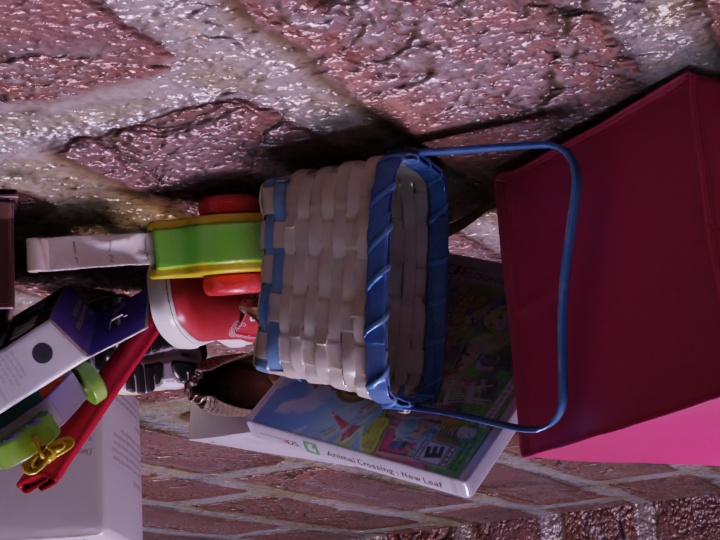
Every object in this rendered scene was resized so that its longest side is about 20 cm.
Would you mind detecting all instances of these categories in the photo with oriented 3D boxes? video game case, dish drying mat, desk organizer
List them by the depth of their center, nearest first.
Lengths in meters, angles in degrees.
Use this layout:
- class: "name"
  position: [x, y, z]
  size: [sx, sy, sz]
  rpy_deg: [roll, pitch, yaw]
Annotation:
- class: "video game case"
  position: [0.045, 0.061, 1.067]
  size: [0.181, 0.200, 0.022]
  rpy_deg: [11, 136, 34]
- class: "desk organizer"
  position: [-0.280, 0.014, 1.078]
  size: [0.071, 0.078, 0.200]
  rpy_deg: [0, 164, -15]
- class: "dish drying mat"
  position: [-0.193, 0.086, 1.193]
  size: [0.018, 0.201, 0.077]
  rpy_deg: [40, 149, -12]

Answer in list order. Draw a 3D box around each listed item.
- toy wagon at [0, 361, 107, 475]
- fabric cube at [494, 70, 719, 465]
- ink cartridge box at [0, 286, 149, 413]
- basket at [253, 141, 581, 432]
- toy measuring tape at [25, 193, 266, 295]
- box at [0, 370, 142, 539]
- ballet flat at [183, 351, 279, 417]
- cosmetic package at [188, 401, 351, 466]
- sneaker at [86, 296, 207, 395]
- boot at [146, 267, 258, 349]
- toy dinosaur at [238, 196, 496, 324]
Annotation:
- class: "toy wagon"
  position: [-0.255, 0.116, 1.098]
  size: [0.155, 0.040, 0.199]
  rpy_deg: [-36, -168, -26]
- class: "fabric cube"
  position: [0.227, 0.011, 0.988]
  size: [0.198, 0.202, 0.196]
  rpy_deg: [7, 161, -31]
- class: "ink cartridge box"
  position: [-0.245, 0.061, 1.109]
  size: [0.199, 0.044, 0.198]
  rpy_deg: [-30, -170, -4]
- class: "basket"
  position: [0.038, 0.003, 0.972]
  size: [0.198, 0.179, 0.139]
  rpy_deg: [5, 180, 24]
- class: "toy measuring tape"
  position: [-0.116, -0.016, 1.010]
  size: [0.198, 0.074, 0.073]
  rpy_deg: [-2, 166, -37]
- class: "box"
  position: [-0.331, 0.199, 1.547]
  size: [0.198, 0.173, 0.199]
  rpy_deg: [-5, 164, 1]
- class: "ballet flat"
  position: [-0.080, 0.088, 1.245]
  size: [0.046, 0.068, 0.199]
  rpy_deg: [6, 171, -42]
- class: "cosmetic package"
  position: [-0.030, 0.136, 1.369]
  size: [0.199, 0.052, 0.150]
  rpy_deg: [15, 159, -40]
- class: "sneaker"
  position: [-0.211, 0.075, 1.320]
  size: [0.089, 0.079, 0.200]
  rpy_deg: [-8, 165, 22]
- class: "boot"
  position: [-0.066, 0.016, 1.169]
  size: [0.143, 0.073, 0.200]
  rpy_deg: [-10, 172, 19]
- class: "toy dinosaur"
  position: [0.000, 0.000, 1.102]
  size: [0.199, 0.061, 0.106]
  rpy_deg: [-29, -153, -22]
